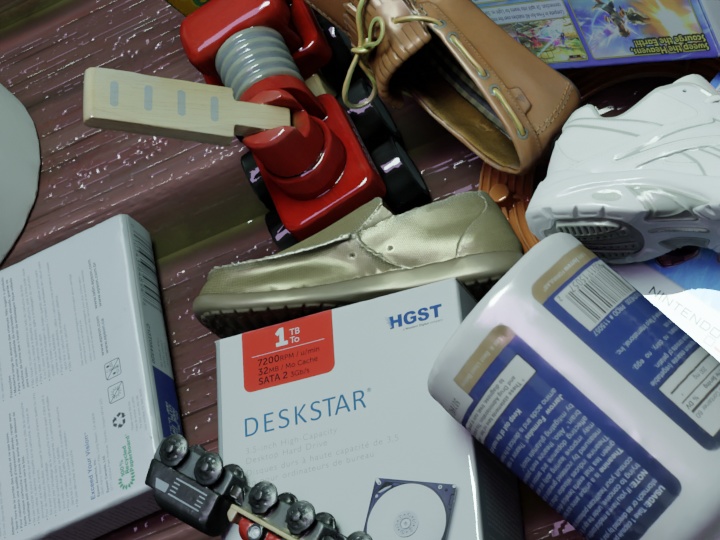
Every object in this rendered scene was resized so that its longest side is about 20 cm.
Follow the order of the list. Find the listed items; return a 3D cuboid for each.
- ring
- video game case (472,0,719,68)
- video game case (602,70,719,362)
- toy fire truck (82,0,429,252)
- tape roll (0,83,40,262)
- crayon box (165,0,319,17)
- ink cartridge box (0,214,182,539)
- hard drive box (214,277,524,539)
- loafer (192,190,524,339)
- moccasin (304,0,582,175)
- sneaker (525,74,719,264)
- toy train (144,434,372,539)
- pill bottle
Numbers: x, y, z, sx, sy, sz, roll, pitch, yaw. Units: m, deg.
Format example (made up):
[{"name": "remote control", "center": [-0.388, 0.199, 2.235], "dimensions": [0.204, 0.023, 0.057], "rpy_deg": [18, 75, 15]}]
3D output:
[{"name": "ring", "center": [0.159, -0.059, 1.038], "dimensions": [0.200, 0.019, 0.201], "rpy_deg": [-11, 61, 21]}, {"name": "video game case", "center": [0.105, -0.202, 1.002], "dimensions": [0.045, 0.182, 0.200], "rpy_deg": [-41, 26, -30]}, {"name": "video game case", "center": [0.239, -0.023, 0.947], "dimensions": [0.181, 0.045, 0.200], "rpy_deg": [36, 84, 28]}, {"name": "toy fire truck", "center": [-0.073, -0.106, 1.070], "dimensions": [0.128, 0.200, 0.176], "rpy_deg": [-31, 56, 10]}, {"name": "tape roll", "center": [-0.328, -0.064, 1.262], "dimensions": [0.202, 0.071, 0.203], "rpy_deg": [-12, 61, 22]}, {"name": "crayon box", "center": [-0.057, -0.205, 1.150], "dimensions": [0.199, 0.127, 0.051], "rpy_deg": [-20, 59, 25]}, {"name": "ink cartridge box", "center": [-0.211, 0.088, 1.143], "dimensions": [0.199, 0.043, 0.197], "rpy_deg": [-24, 57, 19]}, {"name": "hard drive box", "center": [0.005, 0.124, 0.990], "dimensions": [0.155, 0.077, 0.201], "rpy_deg": [-16, 59, 19]}, {"name": "loafer", "center": [0.000, 0.000, 1.044], "dimensions": [0.199, 0.076, 0.068], "rpy_deg": [-8, 63, 5]}, {"name": "moccasin", "center": [0.032, -0.126, 1.045], "dimensions": [0.201, 0.074, 0.078], "rpy_deg": [43, 55, 10]}, {"name": "sneaker", "center": [0.185, -0.058, 0.914], "dimensions": [0.199, 0.078, 0.100], "rpy_deg": [3, 66, 21]}, {"name": "toy train", "center": [-0.039, 0.141, 0.936], "dimensions": [0.199, 0.034, 0.046], "rpy_deg": [23, 81, 34]}, {"name": "pill bottle", "center": [0.139, 0.084, 0.892], "dimensions": [0.200, 0.111, 0.111], "rpy_deg": [42, 88, 12]}]
